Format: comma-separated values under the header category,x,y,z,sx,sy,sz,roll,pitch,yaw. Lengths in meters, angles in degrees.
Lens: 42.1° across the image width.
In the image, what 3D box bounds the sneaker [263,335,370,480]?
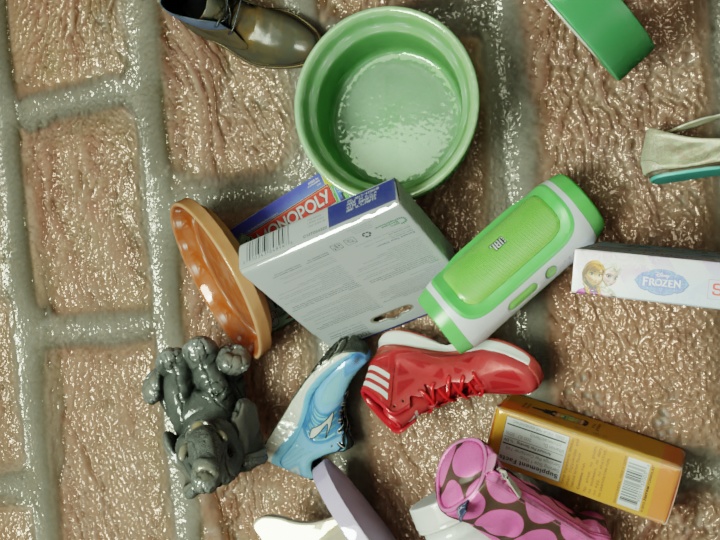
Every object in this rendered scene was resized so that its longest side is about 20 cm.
category,x,y,z,sx,sy,sz,roll,pitch,yaw
sneaker,-0.035,0.163,1.092,0.089,0.078,0.202,34,118,4

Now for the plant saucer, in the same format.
category,x,y,z,sx,sy,sz,roll,pitch,yaw
plant saucer,-0.158,0.007,1.085,0.032,0.201,0.202,-29,79,-21

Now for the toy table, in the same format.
category,x,y,z,sx,sy,sz,roll,pitch,yaw
toy table,-0.023,0.329,1.046,0.116,0.184,0.201,-38,67,3

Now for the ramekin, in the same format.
category,x,y,z,sx,sy,sz,roll,pitch,yaw
ramekin,0.034,-0.170,1.012,0.195,0.098,0.205,0,88,12

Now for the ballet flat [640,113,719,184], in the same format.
category,x,y,z,sx,sy,sz,roll,pitch,yaw
ballet flat,0.374,-0.124,0.912,0.195,0.067,0.064,-2,83,22

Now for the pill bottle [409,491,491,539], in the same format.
category,x,y,z,sx,sy,sz,roll,pitch,yaw
pill bottle,0.129,0.336,1.009,0.109,0.111,0.204,-26,83,21

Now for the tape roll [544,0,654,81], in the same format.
category,x,y,z,sx,sy,sz,roll,pitch,yaw
tape roll,0.200,-0.273,0.900,0.048,0.200,0.202,-41,78,18

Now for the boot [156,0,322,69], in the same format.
category,x,y,z,sx,sy,sz,roll,pitch,yaw
boot,-0.144,-0.285,1.093,0.196,0.097,0.076,20,100,20

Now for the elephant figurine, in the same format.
category,x,y,z,sx,sy,sz,roll,pitch,yaw
elephant figurine,-0.171,0.190,1.050,0.141,0.153,0.203,-44,50,29

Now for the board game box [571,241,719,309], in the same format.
category,x,y,z,sx,sy,sz,roll,pitch,yaw
board game box,0.309,0.004,0.872,0.196,0.199,0.042,6,96,22

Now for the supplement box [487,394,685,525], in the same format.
category,x,y,z,sx,sy,sz,roll,pitch,yaw
supplement box,0.235,0.194,0.984,0.196,0.066,0.070,19,103,21

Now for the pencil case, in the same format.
category,x,y,z,sx,sy,sz,roll,pitch,yaw
pencil case,0.170,0.248,0.949,0.198,0.092,0.093,32,132,-23

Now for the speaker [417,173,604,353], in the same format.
category,x,y,z,sx,sy,sz,roll,pitch,yaw
speaker,0.156,-0.007,0.973,0.199,0.088,0.089,-41,78,2

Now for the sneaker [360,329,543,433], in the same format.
category,x,y,z,sx,sy,sz,roll,pitch,yaw
sneaker,0.091,0.134,1.004,0.196,0.117,0.079,2,135,32

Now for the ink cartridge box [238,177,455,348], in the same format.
category,x,y,z,sx,sy,sz,roll,pitch,yaw
ink cartridge box,0.000,0.000,1.021,0.193,0.200,0.044,-22,53,20

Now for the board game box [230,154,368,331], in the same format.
category,x,y,z,sx,sy,sz,roll,pitch,yaw
board game box,-0.053,-0.032,1.107,0.198,0.029,0.137,-30,83,21
